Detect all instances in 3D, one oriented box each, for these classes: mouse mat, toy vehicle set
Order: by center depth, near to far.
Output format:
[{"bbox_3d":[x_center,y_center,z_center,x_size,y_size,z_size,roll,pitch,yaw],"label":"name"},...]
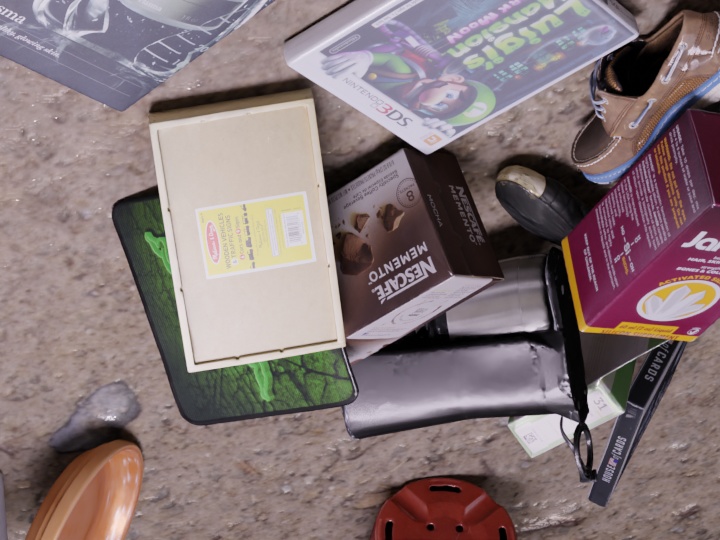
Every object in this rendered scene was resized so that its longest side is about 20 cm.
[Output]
[{"bbox_3d":[-0.084,-0.029,1.661,0.123,0.027,0.202,-8,111,-3],"label":"toy vehicle set"},{"bbox_3d":[-0.098,0.026,1.732,0.160,0.008,0.201,-10,109,23],"label":"mouse mat"}]

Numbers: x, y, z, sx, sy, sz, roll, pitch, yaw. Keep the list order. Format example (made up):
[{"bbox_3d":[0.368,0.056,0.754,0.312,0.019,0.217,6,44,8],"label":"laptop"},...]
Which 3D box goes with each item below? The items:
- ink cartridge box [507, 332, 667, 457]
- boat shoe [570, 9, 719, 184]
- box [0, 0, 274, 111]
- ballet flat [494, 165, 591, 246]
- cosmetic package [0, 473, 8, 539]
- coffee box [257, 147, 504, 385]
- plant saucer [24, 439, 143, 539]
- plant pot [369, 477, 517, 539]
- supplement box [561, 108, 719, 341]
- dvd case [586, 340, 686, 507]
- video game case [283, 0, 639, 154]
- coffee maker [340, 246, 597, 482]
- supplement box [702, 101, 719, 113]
[{"bbox_3d":[0.227,0.069,1.940,0.199,0.146,0.048,-28,111,28],"label":"ink cartridge box"},{"bbox_3d":[0.211,-0.138,1.666,0.072,0.073,0.200,23,139,-22],"label":"boat shoe"},{"bbox_3d":[-0.156,-0.222,1.339,0.196,0.125,0.199,-33,143,29],"label":"box"},{"bbox_3d":[0.178,-0.047,1.832,0.066,0.057,0.199,11,168,45],"label":"ballet flat"},{"bbox_3d":[-0.428,0.273,1.996,0.198,0.201,0.123,-15,150,6],"label":"cosmetic package"},{"bbox_3d":[0.000,0.000,1.757,0.199,0.114,0.080,-30,162,29],"label":"coffee box"},{"bbox_3d":[-0.265,0.246,2.052,0.037,0.201,0.201,23,153,14],"label":"plant saucer"},{"bbox_3d":[0.078,0.328,2.291,0.199,0.202,0.196,-5,141,-11],"label":"plant pot"},{"bbox_3d":[0.252,-0.031,1.690,0.110,0.086,0.200,5,149,-25],"label":"supplement box"},{"bbox_3d":[0.263,0.113,2.037,0.025,0.151,0.200,26,150,11],"label":"dvd case"},{"bbox_3d":[0.075,-0.167,1.606,0.199,0.024,0.181,-28,146,26],"label":"video game case"},{"bbox_3d":[0.083,0.086,1.846,0.198,0.194,0.135,-9,162,13],"label":"coffee maker"},{"bbox_3d":[0.332,-0.138,1.691,0.125,0.074,0.200,-1,149,-15],"label":"supplement box"}]
